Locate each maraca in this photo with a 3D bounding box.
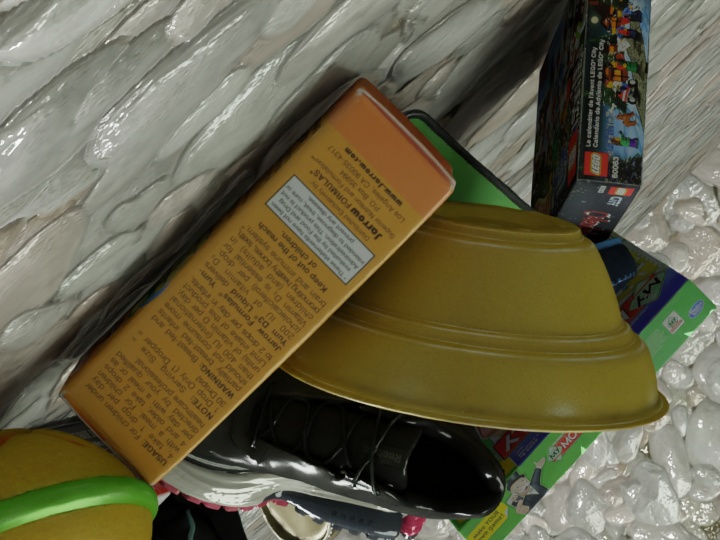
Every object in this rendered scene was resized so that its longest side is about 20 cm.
[{"bbox_3d":[-0.168,0.138,0.890,0.136,0.108,0.200,-6,157,-34],"label":"maraca"}]

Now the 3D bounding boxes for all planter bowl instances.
[{"bbox_3d":[0.059,0.013,0.955,0.200,0.199,0.084,-20,120,-69],"label":"planter bowl"}]

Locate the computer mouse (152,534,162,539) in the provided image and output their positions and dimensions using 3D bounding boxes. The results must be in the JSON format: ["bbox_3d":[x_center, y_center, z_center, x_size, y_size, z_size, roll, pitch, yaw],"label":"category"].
[{"bbox_3d":[-0.137,0.185,0.945,0.058,0.034,0.200,-17,-167,22],"label":"computer mouse"}]

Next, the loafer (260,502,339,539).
[{"bbox_3d":[-0.049,0.109,1.238,0.067,0.076,0.201,-44,143,-40],"label":"loafer"}]

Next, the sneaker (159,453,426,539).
[{"bbox_3d":[-0.047,0.086,1.062,0.081,0.199,0.075,-123,-130,-60],"label":"sneaker"}]

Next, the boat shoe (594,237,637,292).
[{"bbox_3d":[0.081,0.055,1.136,0.199,0.069,0.084,-33,167,9],"label":"boat shoe"}]

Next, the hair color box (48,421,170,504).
[{"bbox_3d":[-0.203,0.169,1.038,0.200,0.061,0.101,-45,170,10],"label":"hair color box"}]

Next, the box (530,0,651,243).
[{"bbox_3d":[0.133,-0.087,1.143,0.200,0.037,0.138,102,-6,-75],"label":"box"}]

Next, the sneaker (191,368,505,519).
[{"bbox_3d":[-0.013,0.079,0.985,0.091,0.199,0.077,-163,-92,-72],"label":"sneaker"}]

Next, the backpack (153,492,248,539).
[{"bbox_3d":[-0.150,0.219,1.157,0.199,0.154,0.176,-35,-151,-1],"label":"backpack"}]

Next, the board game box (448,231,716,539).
[{"bbox_3d":[0.117,0.070,1.190,0.200,0.029,0.135,-47,-161,1],"label":"board game box"}]

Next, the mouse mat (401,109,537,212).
[{"bbox_3d":[0.005,-0.006,1.017,0.160,0.008,0.200,-35,152,12],"label":"mouse mat"}]

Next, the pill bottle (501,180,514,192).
[{"bbox_3d":[0.038,0.021,1.247,0.112,0.112,0.200,-37,170,-34],"label":"pill bottle"}]

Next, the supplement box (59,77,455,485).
[{"bbox_3d":[-0.047,0.004,0.895,0.200,0.069,0.067,-46,-173,7],"label":"supplement box"}]
